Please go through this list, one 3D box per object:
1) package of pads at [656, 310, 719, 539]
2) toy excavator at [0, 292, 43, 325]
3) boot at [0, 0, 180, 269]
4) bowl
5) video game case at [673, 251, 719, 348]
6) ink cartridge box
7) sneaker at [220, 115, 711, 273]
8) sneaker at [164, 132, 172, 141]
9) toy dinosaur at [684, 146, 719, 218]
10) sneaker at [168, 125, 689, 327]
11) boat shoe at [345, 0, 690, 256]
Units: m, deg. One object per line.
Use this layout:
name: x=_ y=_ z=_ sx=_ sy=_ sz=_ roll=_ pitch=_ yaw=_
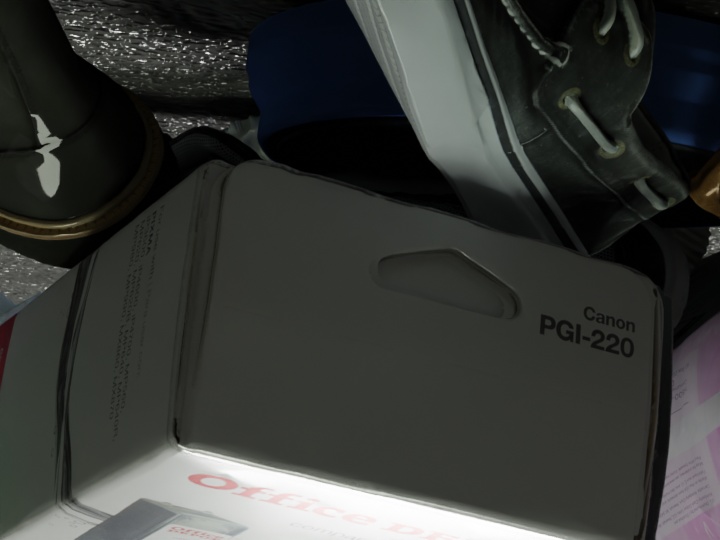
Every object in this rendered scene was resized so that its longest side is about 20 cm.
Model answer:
package of pads: x=0.128 y=0.069 z=0.742 sx=0.120 sy=0.076 sz=0.200 roll=6 pitch=153 yaw=-24
toy excavator: x=-0.241 y=-0.006 z=0.977 sx=0.200 sy=0.195 sz=0.100 roll=-11 pitch=137 yaw=-24
boot: x=-0.156 y=-0.083 z=0.697 sx=0.200 sy=0.078 sz=0.138 roll=14 pitch=155 yaw=21
bowl: x=0.060 y=-0.048 z=0.805 sx=0.200 sy=0.039 sz=0.201 roll=6 pitch=172 yaw=1
video game case: x=0.085 y=0.040 z=0.911 sx=0.182 sy=0.023 sz=0.200 roll=-25 pitch=-175 yaw=34
ink cartridge box: x=-0.022 y=0.049 z=0.707 sx=0.146 sy=0.085 sz=0.200 roll=15 pitch=156 yaw=-22
sneaker: x=0.030 y=-0.016 z=0.954 sx=0.200 sy=0.070 sz=0.100 roll=8 pitch=174 yaw=-6
sneaker: x=-0.059 y=0.007 z=0.968 sx=0.200 sy=0.066 sz=0.078 roll=29 pitch=123 yaw=-14
toy dinosaur: x=0.141 y=-0.050 z=0.690 sx=0.060 sy=0.106 sz=0.200 roll=47 pitch=-161 yaw=30
sneaker: x=0.000 y=0.000 z=0.784 sx=0.200 sy=0.076 sz=0.114 roll=0 pitch=167 yaw=23
boat shoe: x=0.042 y=-0.062 z=0.636 sx=0.071 sy=0.072 sz=0.200 roll=-28 pitch=154 yaw=6
